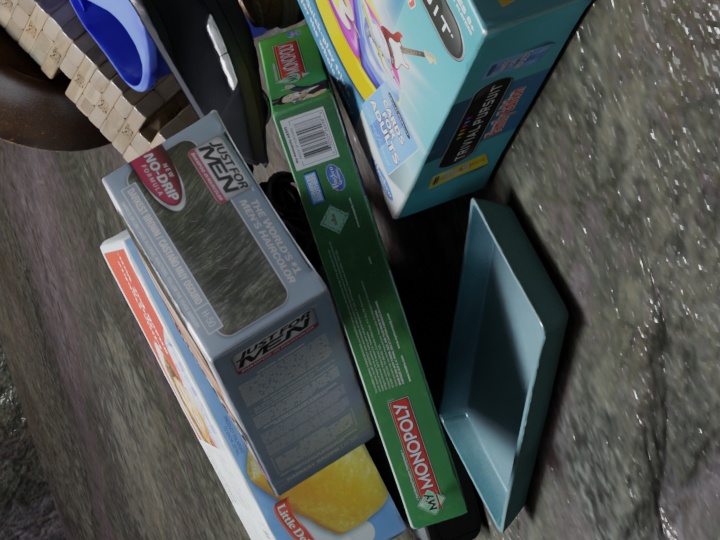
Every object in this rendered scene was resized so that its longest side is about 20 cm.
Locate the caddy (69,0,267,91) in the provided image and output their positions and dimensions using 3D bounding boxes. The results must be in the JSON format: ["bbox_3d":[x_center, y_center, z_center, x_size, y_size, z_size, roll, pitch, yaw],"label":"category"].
[{"bbox_3d":[-0.129,-0.182,1.287,0.200,0.104,0.142,-129,24,-52],"label":"caddy"}]

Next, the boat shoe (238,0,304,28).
[{"bbox_3d":[-0.089,-0.205,1.169,0.201,0.076,0.072,68,163,0],"label":"boat shoe"}]

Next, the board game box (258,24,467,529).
[{"bbox_3d":[0.000,0.000,1.092,0.135,0.029,0.201,-108,0,-71],"label":"board game box"}]

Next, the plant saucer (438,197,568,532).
[{"bbox_3d":[0.063,0.045,1.073,0.200,0.019,0.070,96,151,-59],"label":"plant saucer"}]

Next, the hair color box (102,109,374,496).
[{"bbox_3d":[-0.051,0.021,1.093,0.099,0.060,0.200,57,173,22],"label":"hair color box"}]

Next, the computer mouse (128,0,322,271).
[{"bbox_3d":[-0.066,-0.096,1.182,0.201,0.046,0.140,60,179,-13],"label":"computer mouse"}]

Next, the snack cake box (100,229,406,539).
[{"bbox_3d":[-0.058,0.059,1.263,0.201,0.067,0.115,63,171,-5],"label":"snack cake box"}]

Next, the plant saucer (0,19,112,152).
[{"bbox_3d":[-0.199,-0.164,1.453,0.032,0.199,0.201,-43,65,43],"label":"plant saucer"}]

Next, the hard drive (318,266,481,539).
[{"bbox_3d":[0.000,0.052,1.287,0.200,0.033,0.141,-145,37,-66],"label":"hard drive"}]

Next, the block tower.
[{"bbox_3d":[-0.155,-0.136,1.396,0.200,0.054,0.058,46,150,1],"label":"block tower"}]

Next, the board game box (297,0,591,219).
[{"bbox_3d":[0.018,-0.125,0.946,0.200,0.047,0.152,114,133,-70],"label":"board game box"}]
